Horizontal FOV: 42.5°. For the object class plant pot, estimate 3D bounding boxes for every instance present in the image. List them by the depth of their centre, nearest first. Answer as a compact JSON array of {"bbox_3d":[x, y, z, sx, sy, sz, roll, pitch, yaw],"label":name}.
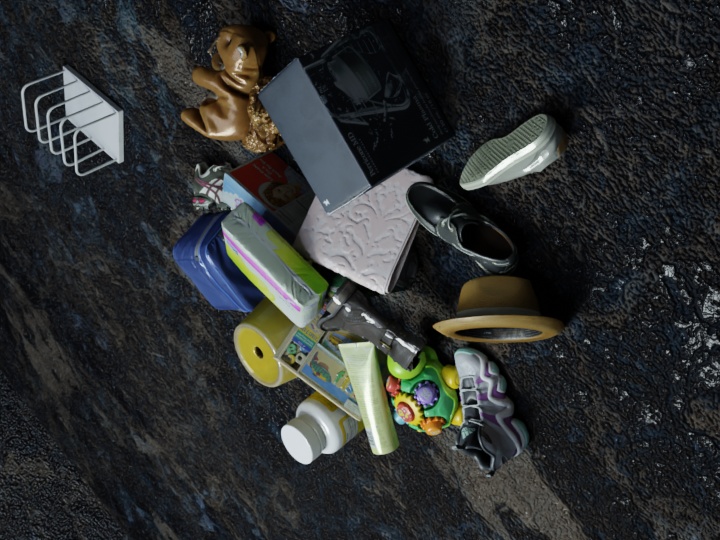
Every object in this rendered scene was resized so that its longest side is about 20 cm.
[{"bbox_3d":[-0.124,0.110,1.702,0.199,0.188,0.203,28,134,33],"label":"plant pot"}]

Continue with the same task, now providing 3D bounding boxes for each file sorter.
[{"bbox_3d":[-0.624,-0.320,2.007,0.199,0.124,0.140,38,140,23],"label":"file sorter"}]

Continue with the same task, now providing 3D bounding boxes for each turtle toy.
[{"bbox_3d":[0.100,0.199,1.585,0.145,0.101,0.203,11,124,44],"label":"turtle toy"}]

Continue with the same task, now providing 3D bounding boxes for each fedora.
[{"bbox_3d":[0.202,0.056,1.354,0.199,0.199,0.083,-13,71,51],"label":"fedora"}]

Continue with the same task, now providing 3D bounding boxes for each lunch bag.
[{"bbox_3d":[-0.241,-0.011,1.769,0.131,0.136,0.201,1,137,48],"label":"lunch bag"}]

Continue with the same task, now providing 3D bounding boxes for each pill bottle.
[{"bbox_3d":[-0.050,0.269,1.723,0.111,0.199,0.113,27,134,33],"label":"pill bottle"}]

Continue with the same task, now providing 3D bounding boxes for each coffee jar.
[{"bbox_3d":[0.000,0.000,1.555,0.104,0.086,0.199,28,154,-29],"label":"coffee jar"}]

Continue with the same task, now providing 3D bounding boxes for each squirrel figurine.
[{"bbox_3d":[-0.182,-0.304,1.536,0.199,0.141,0.188,39,128,15],"label":"squirrel figurine"}]

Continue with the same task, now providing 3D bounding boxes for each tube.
[{"bbox_3d":[0.020,0.219,1.611,0.052,0.057,0.203,-132,25,-78],"label":"tube"}]

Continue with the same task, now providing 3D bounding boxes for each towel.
[{"bbox_3d":[0.005,-0.082,1.455,0.198,0.032,0.193,24,88,34],"label":"towel"}]

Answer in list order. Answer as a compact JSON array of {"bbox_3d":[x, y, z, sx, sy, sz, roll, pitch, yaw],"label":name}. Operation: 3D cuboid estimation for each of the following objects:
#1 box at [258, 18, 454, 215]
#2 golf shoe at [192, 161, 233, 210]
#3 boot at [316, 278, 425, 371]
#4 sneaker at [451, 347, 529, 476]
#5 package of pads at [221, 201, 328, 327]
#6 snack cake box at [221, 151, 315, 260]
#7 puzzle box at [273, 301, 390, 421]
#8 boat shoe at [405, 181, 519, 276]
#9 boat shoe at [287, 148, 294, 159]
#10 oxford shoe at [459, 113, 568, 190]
[{"bbox_3d":[-0.004,-0.221,1.323,0.124,0.196,0.202,-27,96,53],"label":"box"},{"bbox_3d":[-0.253,-0.160,1.750,0.198,0.077,0.090,4,105,40],"label":"golf shoe"},{"bbox_3d":[0.019,0.105,1.496,0.173,0.069,0.200,38,162,4],"label":"boot"},{"bbox_3d":[0.183,0.235,1.485,0.077,0.139,0.202,-27,96,53],"label":"sneaker"},{"bbox_3d":[-0.142,-0.004,1.529,0.200,0.068,0.155,45,165,8],"label":"package of pads"},{"bbox_3d":[-0.135,-0.111,1.616,0.200,0.115,0.068,41,141,20],"label":"snack cake box"},{"bbox_3d":[-0.040,0.155,1.629,0.199,0.134,0.025,38,167,-20],"label":"puzzle box"},{"bbox_3d":[0.148,-0.069,1.350,0.199,0.072,0.068,39,177,15],"label":"boat shoe"},{"bbox_3d":[-0.080,-0.212,1.503,0.199,0.062,0.076,1,104,62],"label":"boat shoe"},{"bbox_3d":[0.205,-0.149,1.254,0.057,0.076,0.199,28,152,-23],"label":"oxford shoe"}]
